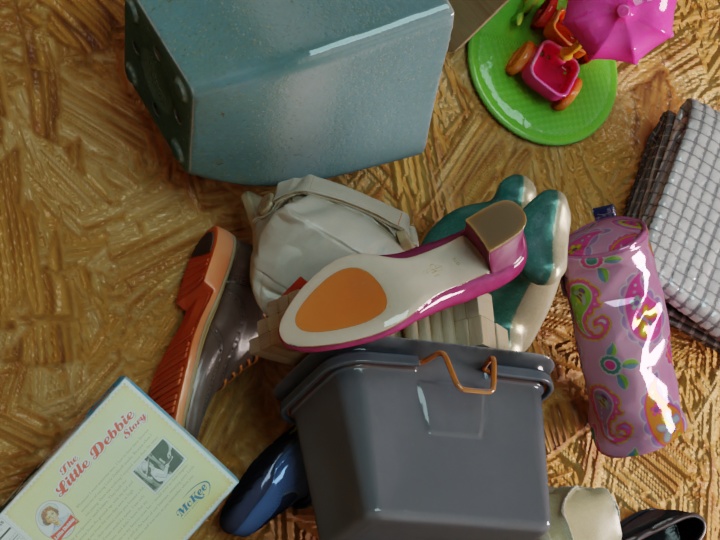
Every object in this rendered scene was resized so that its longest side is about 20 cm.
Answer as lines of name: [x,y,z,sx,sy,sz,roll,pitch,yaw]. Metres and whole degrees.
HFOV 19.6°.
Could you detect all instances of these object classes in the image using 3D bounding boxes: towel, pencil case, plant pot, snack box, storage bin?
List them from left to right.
snack box: [-0.198,0.188,1.518,0.116,0.037,0.200,44,81,-8]
plant pot: [-0.072,-0.179,1.611,0.200,0.196,0.196,-23,64,-18]
storage bin: [0.054,0.135,1.534,0.200,0.146,0.134,7,59,-28]
pencil case: [0.213,0.053,1.717,0.087,0.087,0.200,-27,115,-29]
towel: [0.310,-0.029,1.826,0.166,0.086,0.200,30,63,-16]

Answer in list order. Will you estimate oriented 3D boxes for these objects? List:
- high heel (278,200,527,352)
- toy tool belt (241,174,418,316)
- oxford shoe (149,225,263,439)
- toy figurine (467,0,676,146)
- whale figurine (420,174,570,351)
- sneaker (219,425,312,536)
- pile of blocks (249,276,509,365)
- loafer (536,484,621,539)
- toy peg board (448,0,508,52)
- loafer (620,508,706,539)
high heel: [0.032,0.016,1.505,0.200,0.096,0.067,-32,71,-13]
toy tool belt: [0.000,0.000,1.627,0.200,0.123,0.125,27,104,-19]
oxford shoe: [-0.110,0.066,1.609,0.073,0.071,0.200,25,66,-22]
toy figurine: [0.209,-0.224,1.775,0.150,0.184,0.200,36,63,-12]
whale figurine: [0.104,-0.005,1.656,0.104,0.200,0.159,10,74,-11]
sneaker: [-0.024,0.151,1.623,0.200,0.074,0.082,-38,95,-28]
pile of blocks: [0.014,0.036,1.554,0.200,0.082,0.062,5,67,-22]
loafer: [0.168,0.201,1.631,0.068,0.200,0.076,-12,95,10]
toy peg board: [0.088,-0.327,1.746,0.200,0.199,0.098,47,43,0]
loafer: [0.207,0.252,1.693,0.200,0.063,0.072,-36,96,-37]
